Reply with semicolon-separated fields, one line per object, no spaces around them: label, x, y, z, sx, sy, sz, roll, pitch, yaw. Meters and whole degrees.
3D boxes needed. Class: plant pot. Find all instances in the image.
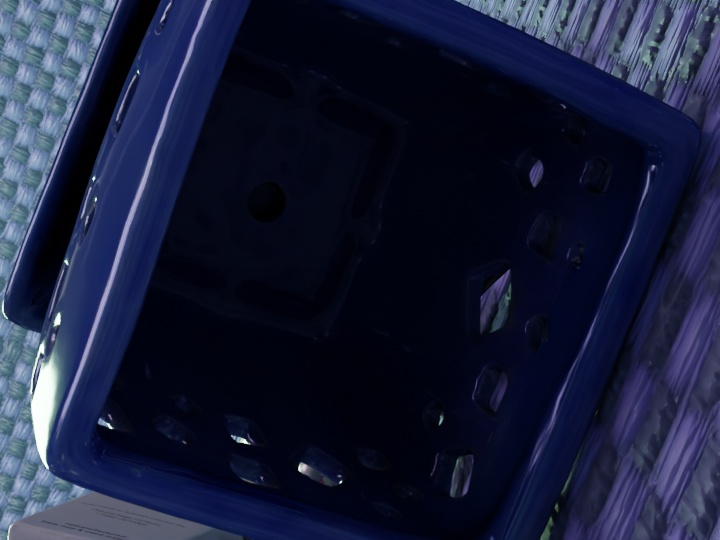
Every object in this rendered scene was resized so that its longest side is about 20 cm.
plant pot;-0.020;-0.016;0.693;0.201;0.199;0.180;-68;26;7

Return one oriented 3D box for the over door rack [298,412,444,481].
over door rack;-0.018;0.168;0.833;0.148;0.066;0.201;-79;12;-47

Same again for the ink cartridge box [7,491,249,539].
ink cartridge box;-0.101;0.186;0.912;0.200;0.084;0.147;-8;-73;-70

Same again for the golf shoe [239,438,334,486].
golf shoe;-0.067;0.175;1.100;0.092;0.075;0.201;-102;31;-67

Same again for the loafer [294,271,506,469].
loafer;0.022;0.033;0.856;0.072;0.063;0.201;-85;21;-53
